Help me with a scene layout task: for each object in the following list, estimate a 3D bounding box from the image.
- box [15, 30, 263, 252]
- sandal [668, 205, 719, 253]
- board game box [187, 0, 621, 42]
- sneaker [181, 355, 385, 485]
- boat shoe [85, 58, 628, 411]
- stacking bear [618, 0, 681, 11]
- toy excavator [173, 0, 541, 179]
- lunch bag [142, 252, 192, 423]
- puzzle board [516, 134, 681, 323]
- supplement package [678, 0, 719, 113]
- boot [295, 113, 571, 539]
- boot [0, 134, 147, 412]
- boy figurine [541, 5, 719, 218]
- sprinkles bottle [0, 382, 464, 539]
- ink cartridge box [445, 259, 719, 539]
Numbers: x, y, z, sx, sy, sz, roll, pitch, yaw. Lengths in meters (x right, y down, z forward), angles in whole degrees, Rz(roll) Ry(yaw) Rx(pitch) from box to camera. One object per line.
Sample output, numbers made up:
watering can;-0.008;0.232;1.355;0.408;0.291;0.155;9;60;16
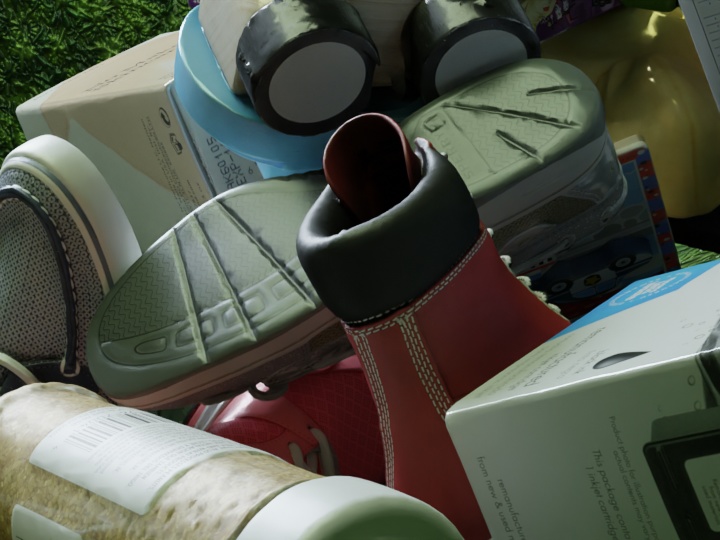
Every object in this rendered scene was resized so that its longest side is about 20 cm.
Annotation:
box;-0.071;-0.060;1.011;0.095;0.078;0.200;-30;14;-24
sandal;0.135;-0.045;1.002;0.199;0.045;0.075;8;25;9
board game box;0.029;-0.136;1.018;0.199;0.032;0.120;14;35;43
sneaker;-0.047;0.092;0.790;0.199;0.074;0.087;-25;26;-26
boat shoe;0.000;-0.001;0.803;0.201;0.065;0.075;-30;45;-1
stacking bear;0.143;-0.152;0.894;0.199;0.114;0.122;18;36;9
toy excavator;0.016;-0.047;0.891;0.193;0.201;0.100;-5;45;-22
lunch bag;0.001;0.003;1.074;0.199;0.118;0.164;-8;16;43
puzzle board;0.031;0.024;0.904;0.199;0.017;0.151;-22;-29;4
supplement package;0.212;-0.092;0.745;0.151;0.201;0.150;-27;8;-40
boot;0.043;0.009;0.738;0.072;0.145;0.200;-20;6;21
boot;-0.129;0.054;0.844;0.073;0.201;0.090;24;41;35
boy figurine;0.107;-0.083;0.985;0.124;0.065;0.200;-21;28;-16
sprinkles bottle;-0.048;0.078;0.641;0.068;0.069;0.200;-25;19;-28
ink cartridge box;0.138;0.028;0.599;0.199;0.068;0.116;-16;9;39
